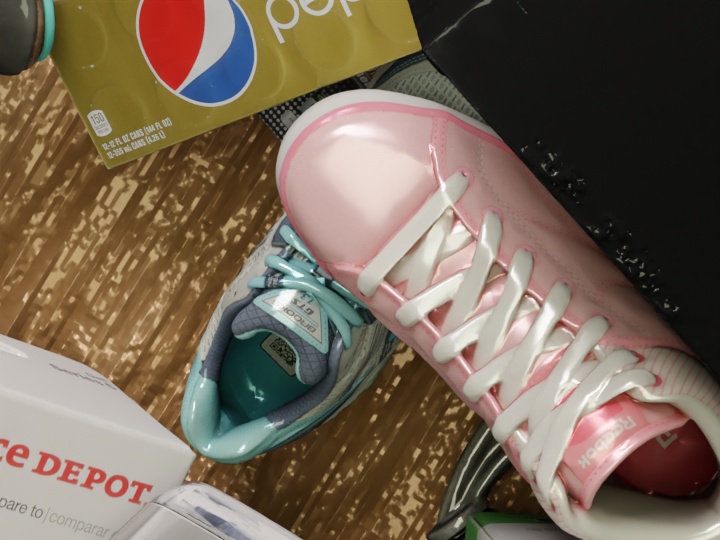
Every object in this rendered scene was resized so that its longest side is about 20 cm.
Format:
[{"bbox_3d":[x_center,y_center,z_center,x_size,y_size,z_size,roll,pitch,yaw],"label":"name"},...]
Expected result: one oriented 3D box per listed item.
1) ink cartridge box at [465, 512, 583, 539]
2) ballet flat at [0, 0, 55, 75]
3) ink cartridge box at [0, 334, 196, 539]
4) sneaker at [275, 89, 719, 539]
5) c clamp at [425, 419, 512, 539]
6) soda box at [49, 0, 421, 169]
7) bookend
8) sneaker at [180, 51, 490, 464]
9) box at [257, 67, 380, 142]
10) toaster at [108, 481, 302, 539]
[{"bbox_3d":[0.113,0.137,0.989,0.146,0.200,0.084,4,91,-2],"label":"ink cartridge box"},{"bbox_3d":[-0.174,-0.144,1.050,0.068,0.068,0.200,-7,51,-27],"label":"ballet flat"},{"bbox_3d":[-0.172,0.121,1.045,0.145,0.084,0.200,21,96,-41],"label":"ink cartridge box"},{"bbox_3d":[0.057,0.020,0.951,0.200,0.105,0.075,41,102,-12],"label":"sneaker"},{"bbox_3d":[0.099,0.135,1.098,0.171,0.027,0.200,-33,90,3],"label":"c clamp"},{"bbox_3d":[-0.017,-0.102,1.003,0.200,0.064,0.068,-18,104,36],"label":"soda box"},{"bbox_3d":[0.152,-0.073,0.887,0.200,0.092,0.199,-41,108,11],"label":"bookend"},{"bbox_3d":[0.000,0.000,1.028,0.078,0.086,0.200,37,124,6],"label":"sneaker"},{"bbox_3d":[-0.006,-0.134,1.048,0.200,0.044,0.160,50,129,0],"label":"box"},{"bbox_3d":[-0.059,0.167,1.027,0.114,0.200,0.129,24,63,40],"label":"toaster"}]
